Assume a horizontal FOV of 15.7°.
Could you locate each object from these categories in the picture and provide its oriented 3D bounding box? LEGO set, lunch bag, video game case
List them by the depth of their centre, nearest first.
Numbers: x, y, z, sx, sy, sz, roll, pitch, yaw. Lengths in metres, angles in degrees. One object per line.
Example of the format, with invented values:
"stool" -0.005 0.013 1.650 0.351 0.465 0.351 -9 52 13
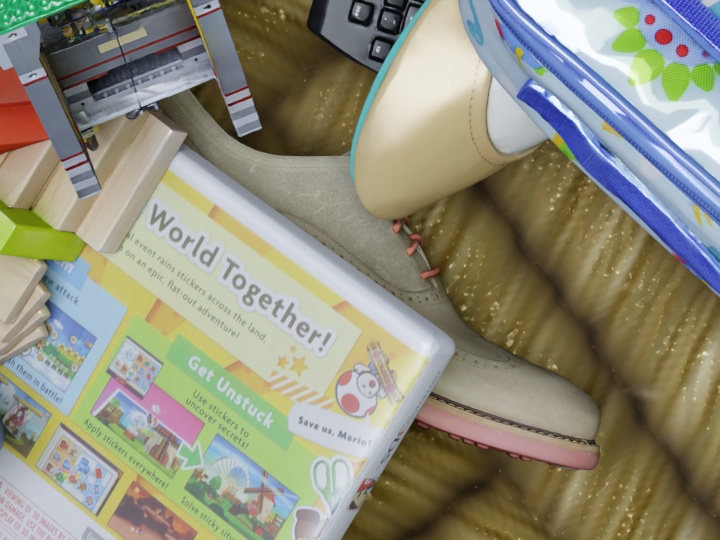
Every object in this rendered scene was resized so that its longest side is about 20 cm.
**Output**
"LEGO set" -0.119 -0.080 0.742 0.199 0.116 0.154 -29 65 -6
"lunch bag" 0.137 -0.069 0.761 0.200 0.082 0.161 44 80 2
"video game case" -0.093 0.044 0.834 0.200 0.023 0.182 36 102 22

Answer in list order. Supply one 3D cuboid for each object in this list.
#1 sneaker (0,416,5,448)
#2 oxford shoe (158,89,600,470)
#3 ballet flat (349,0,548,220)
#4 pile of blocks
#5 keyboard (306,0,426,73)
"sneaker" -0.185 0.082 0.821 0.071 0.073 0.200 41 134 -14
"oxford shoe" 0.000 0.000 0.866 0.199 0.070 0.075 29 88 -2
"ballet flat" 0.071 -0.094 0.819 0.063 0.069 0.200 28 80 35
"pile of blocks" -0.150 -0.003 0.816 0.200 0.062 0.082 -33 75 20
"keyboard" 0.031 -0.160 0.844 0.104 0.040 0.201 15 90 -3
